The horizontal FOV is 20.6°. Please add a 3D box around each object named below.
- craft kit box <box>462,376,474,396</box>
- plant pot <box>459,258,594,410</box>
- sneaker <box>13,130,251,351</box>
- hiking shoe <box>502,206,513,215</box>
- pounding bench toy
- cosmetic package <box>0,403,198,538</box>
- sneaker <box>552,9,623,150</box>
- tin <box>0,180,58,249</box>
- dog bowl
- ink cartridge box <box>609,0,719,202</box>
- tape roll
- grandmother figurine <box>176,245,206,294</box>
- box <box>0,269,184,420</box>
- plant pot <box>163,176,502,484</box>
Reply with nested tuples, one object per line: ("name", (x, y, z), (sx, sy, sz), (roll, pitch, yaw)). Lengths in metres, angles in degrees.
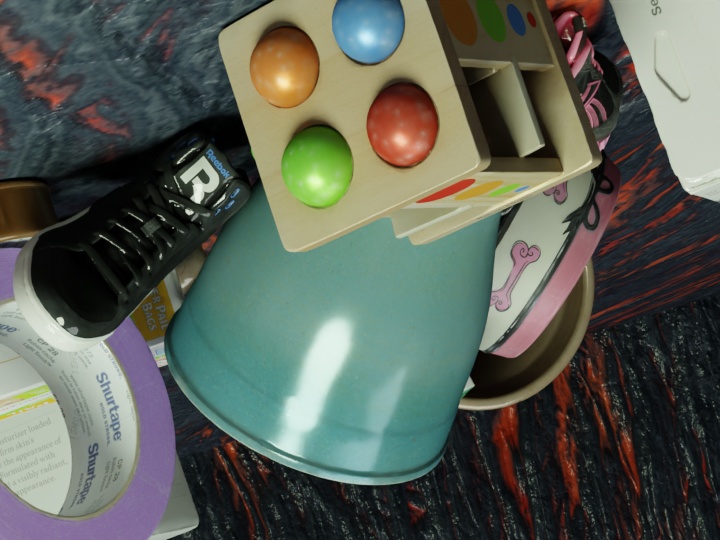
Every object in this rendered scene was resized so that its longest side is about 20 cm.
("craft kit box", (0.010, 0.022, 1.479), (0.048, 0.198, 0.200), (-32, 174, -8))
("plant pot", (0.077, 0.011, 1.696), (0.199, 0.202, 0.174), (-17, -172, -16))
("sneaker", (-0.128, -0.031, 1.177), (0.112, 0.073, 0.200), (-39, -173, 23))
("hiking shoe", (0.080, -0.075, 1.395), (0.074, 0.087, 0.200), (-21, 172, 13))
("pounding bench toy", (-0.006, -0.077, 1.057), (0.199, 0.125, 0.156), (-24, 170, 32))
("cosmetic package", (-0.260, 0.145, 1.595), (0.164, 0.201, 0.165), (-22, 171, 17))
("sneaker", (0.128, -0.125, 1.270), (0.200, 0.079, 0.096), (-27, 150, -58))
("tin", (-0.276, -0.010, 1.189), (0.199, 0.042, 0.112), (-15, 175, -31))
("dog bowl", (0.125, -0.022, 1.499), (0.201, 0.073, 0.200), (-60, -175, 8))
("ink cartridge box", (0.233, -0.122, 1.233), (0.084, 0.147, 0.200), (-23, 172, 18))
("tape roll", (-0.204, 0.091, 1.181), (0.065, 0.202, 0.199), (-24, 171, 36))
("grandmother figurine", (-0.079, 0.031, 1.443), (0.122, 0.199, 0.061), (-55, 170, -10))
("box", (-0.221, 0.035, 1.368), (0.199, 0.102, 0.113), (-19, 172, -5))
("plant pot", (0.000, 0.000, 1.254), (0.199, 0.200, 0.189), (-9, 132, -49))
